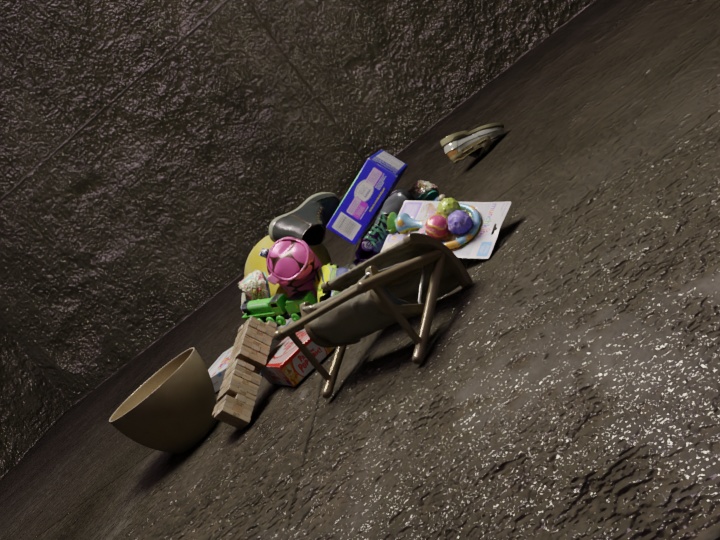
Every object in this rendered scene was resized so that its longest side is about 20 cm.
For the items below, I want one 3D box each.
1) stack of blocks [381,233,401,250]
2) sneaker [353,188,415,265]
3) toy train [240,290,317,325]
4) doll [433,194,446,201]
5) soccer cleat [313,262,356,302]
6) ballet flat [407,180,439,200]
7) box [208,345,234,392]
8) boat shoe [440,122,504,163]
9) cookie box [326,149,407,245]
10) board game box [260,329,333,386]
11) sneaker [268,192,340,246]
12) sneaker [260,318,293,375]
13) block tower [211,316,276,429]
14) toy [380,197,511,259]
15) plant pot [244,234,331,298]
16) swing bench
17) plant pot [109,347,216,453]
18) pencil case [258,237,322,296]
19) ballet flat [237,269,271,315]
[{"bbox_3d":[0.110,-0.039,1.270,0.115,0.059,0.200,-38,10,0],"label":"stack of blocks"},{"bbox_3d":[0.048,-0.078,1.442,0.088,0.074,0.200,-46,-8,-37],"label":"sneaker"},{"bbox_3d":[-0.155,0.073,1.345,0.199,0.057,0.042,-10,27,40],"label":"toy train"},{"bbox_3d":[0.134,-0.099,1.466,0.137,0.048,0.200,-48,10,0],"label":"doll"},{"bbox_3d":[-0.054,0.033,1.254,0.084,0.065,0.200,-45,11,-17],"label":"soccer cleat"},{"bbox_3d":[0.089,-0.124,1.593,0.200,0.076,0.064,-41,52,-5],"label":"ballet flat"},{"bbox_3d":[-0.269,0.198,1.611,0.199,0.041,0.156,-34,11,31],"label":"box"},{"bbox_3d":[0.290,-0.319,1.812,0.199,0.069,0.075,-21,-4,-28],"label":"boat shoe"},{"bbox_3d":[0.017,-0.160,1.521,0.172,0.075,0.200,-57,0,17],"label":"cookie box"},{"bbox_3d":[-0.082,0.121,1.281,0.200,0.046,0.151,-43,11,-22],"label":"board game box"},{"bbox_3d":[-0.088,-0.101,1.516,0.106,0.075,0.200,15,38,39],"label":"sneaker"},{"bbox_3d":[-0.188,0.145,1.436,0.199,0.087,0.075,-38,12,9],"label":"sneaker"},{"bbox_3d":[-0.201,0.174,1.246,0.054,0.057,0.201,-43,25,44],"label":"block tower"},{"bbox_3d":[0.126,-0.078,1.141,0.199,0.047,0.116,2,54,39],"label":"toy"},{"bbox_3d":[-0.145,0.029,1.543,0.199,0.200,0.142,-38,24,2],"label":"plant pot"},{"bbox_3d":[0.020,0.050,1.012,0.198,0.130,0.200,-30,13,41],"label":"swing bench"},{"bbox_3d":[-0.348,0.262,1.350,0.200,0.135,0.200,-38,10,8],"label":"plant pot"},{"bbox_3d":[-0.121,0.004,1.350,0.094,0.090,0.200,-63,-14,-9],"label":"pencil case"},{"bbox_3d":[-0.207,0.086,1.466,0.063,0.202,0.076,-20,35,-16],"label":"ballet flat"}]
